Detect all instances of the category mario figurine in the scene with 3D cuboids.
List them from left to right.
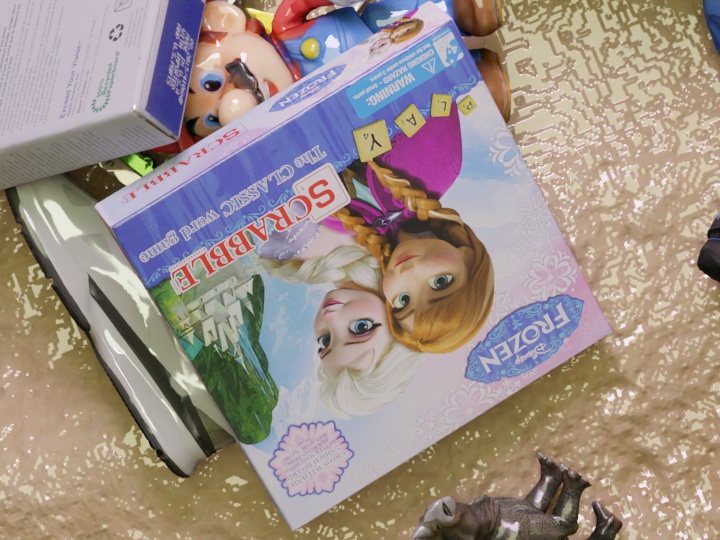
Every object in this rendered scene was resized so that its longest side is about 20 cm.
[{"bbox_3d":[-0.023,-0.092,1.417,0.200,0.106,0.124,-10,78,-3],"label":"mario figurine"}]

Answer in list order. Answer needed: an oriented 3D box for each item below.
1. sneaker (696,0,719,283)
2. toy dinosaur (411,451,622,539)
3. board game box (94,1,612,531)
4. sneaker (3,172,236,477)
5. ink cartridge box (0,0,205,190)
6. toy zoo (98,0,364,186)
[{"bbox_3d":[0.211,-0.052,1.437,0.111,0.077,0.200,-33,88,-9],"label":"sneaker"},{"bbox_3d":[0.096,0.161,1.429,0.102,0.077,0.200,-48,114,-6],"label":"toy dinosaur"},{"bbox_3d":[0.000,0.000,1.408,0.200,0.041,0.200,-32,116,-4],"label":"board game box"},{"bbox_3d":[-0.101,-0.003,1.462,0.115,0.076,0.201,-32,91,-3],"label":"sneaker"},{"bbox_3d":[-0.163,-0.137,1.440,0.200,0.043,0.197,-12,56,36],"label":"ink cartridge box"},{"bbox_3d":[-0.082,-0.138,1.481,0.131,0.020,0.200,37,93,0],"label":"toy zoo"}]
